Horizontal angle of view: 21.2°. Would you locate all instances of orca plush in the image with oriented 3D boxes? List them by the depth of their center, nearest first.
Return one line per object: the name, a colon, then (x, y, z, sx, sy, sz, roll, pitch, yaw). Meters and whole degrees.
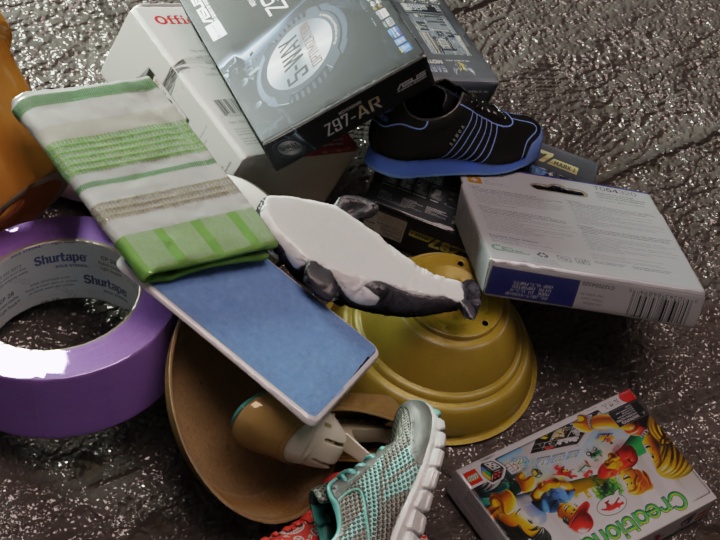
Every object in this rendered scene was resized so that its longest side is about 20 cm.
orca plush: (0.000, 0.000, 1.603, 0.199, 0.071, 0.106, 11, 57, -15)

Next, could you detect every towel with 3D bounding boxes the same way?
towel: (-0.174, -0.072, 1.539, 0.149, 0.031, 0.200, -14, 57, -44)

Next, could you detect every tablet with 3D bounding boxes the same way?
tablet: (-0.087, 0.032, 1.515, 0.200, 0.014, 0.130, 39, 34, 5)

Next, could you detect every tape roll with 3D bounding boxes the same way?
tape roll: (-0.241, 0.043, 1.552, 0.199, 0.066, 0.201, -1, 41, 0)

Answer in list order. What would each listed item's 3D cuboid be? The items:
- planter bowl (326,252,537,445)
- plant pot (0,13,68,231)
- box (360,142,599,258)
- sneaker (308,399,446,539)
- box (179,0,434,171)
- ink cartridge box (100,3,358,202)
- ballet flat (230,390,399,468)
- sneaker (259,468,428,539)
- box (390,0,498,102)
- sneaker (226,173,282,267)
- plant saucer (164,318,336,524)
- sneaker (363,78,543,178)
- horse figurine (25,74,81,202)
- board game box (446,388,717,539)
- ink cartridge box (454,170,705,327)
planter bowl: (0.070, 0.046, 1.670, 0.199, 0.084, 0.201, 8, 49, -10)
plant pot: (-0.347, -0.113, 1.618, 0.200, 0.200, 0.183, -36, 84, -37)
box: (0.111, -0.069, 1.802, 0.199, 0.051, 0.158, 21, 48, 1)
sneaker: (0.007, 0.173, 1.467, 0.091, 0.078, 0.201, 22, 49, -5)
box: (-0.050, -0.203, 1.680, 0.160, 0.044, 0.200, -28, 57, -2)
ink cartridge box: (-0.121, -0.147, 1.752, 0.146, 0.083, 0.200, -8, 52, -44)
ballet flat: (-0.019, 0.128, 1.537, 0.199, 0.069, 0.063, 3, 35, -52)
sneaker: (-0.040, 0.213, 1.506, 0.200, 0.067, 0.108, 4, 54, -20)
box: (0.010, -0.212, 1.797, 0.199, 0.051, 0.158, -4, 48, -35)
sneaker: (-0.160, -0.050, 1.606, 0.200, 0.076, 0.115, 30, 24, 12)
plant saucer: (-0.093, 0.107, 1.546, 0.200, 0.035, 0.201, 24, 57, -44)
sneaker: (0.094, -0.134, 1.744, 0.199, 0.078, 0.070, -10, 36, -38)
horse figurine: (-0.243, -0.098, 1.716, 0.199, 0.050, 0.133, 28, 45, -1)
board game box: (0.187, 0.188, 1.619, 0.199, 0.035, 0.126, -22, 61, -31)
ink cartridge box: (0.187, -0.024, 1.707, 0.195, 0.044, 0.200, 9, 25, -11)
